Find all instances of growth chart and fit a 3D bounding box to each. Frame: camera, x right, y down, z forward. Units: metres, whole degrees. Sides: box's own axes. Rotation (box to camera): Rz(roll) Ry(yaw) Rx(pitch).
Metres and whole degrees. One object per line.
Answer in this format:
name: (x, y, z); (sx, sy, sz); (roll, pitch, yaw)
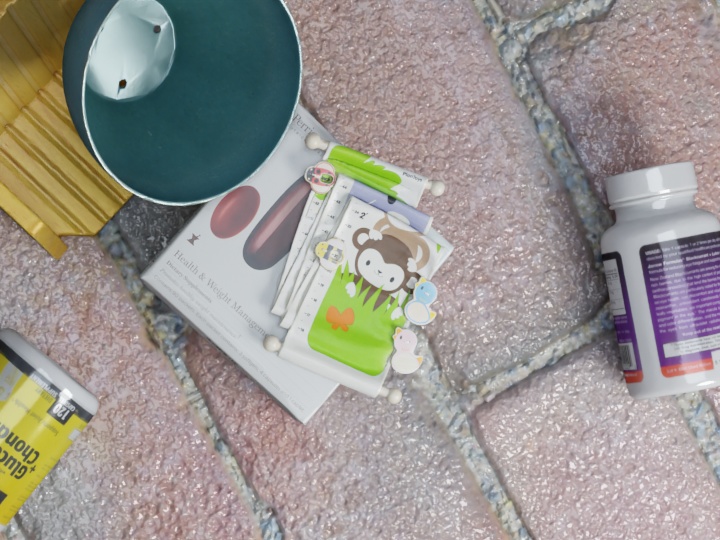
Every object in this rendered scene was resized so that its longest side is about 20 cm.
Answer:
growth chart: (0.000, 0.000, 1.594); (0.143, 0.018, 0.202); (14, 88, -7)

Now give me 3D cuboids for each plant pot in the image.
plant pot: (-0.166, -0.170, 1.571); (0.199, 0.134, 0.202); (-14, 116, -30)

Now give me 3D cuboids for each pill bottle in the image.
pill bottle: (-0.327, 0.158, 1.647); (0.112, 0.112, 0.201); (39, 83, -4)
pill bottle: (0.279, 0.008, 1.729); (0.110, 0.111, 0.202); (-10, 89, -7)

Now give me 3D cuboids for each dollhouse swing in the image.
dollhouse swing: (-0.254, -0.142, 1.638); (0.182, 0.176, 0.200); (43, 82, -3)

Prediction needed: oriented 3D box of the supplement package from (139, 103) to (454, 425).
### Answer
supplement package: (-0.058, -0.005, 1.670); (0.191, 0.147, 0.200); (41, 84, -4)
